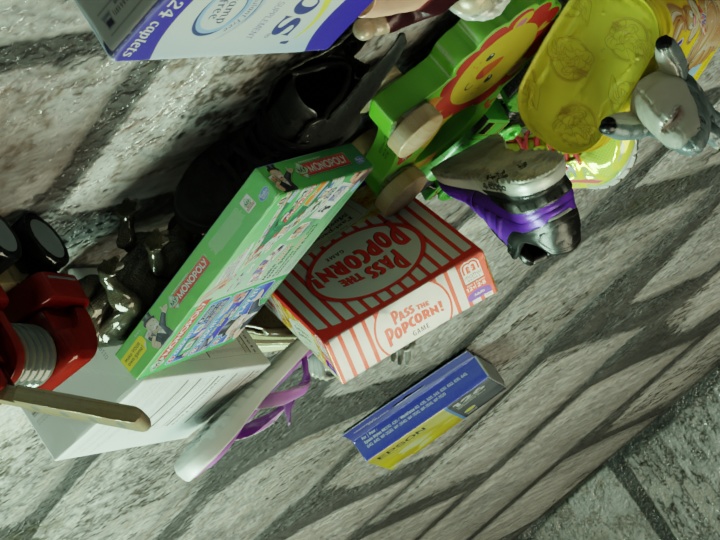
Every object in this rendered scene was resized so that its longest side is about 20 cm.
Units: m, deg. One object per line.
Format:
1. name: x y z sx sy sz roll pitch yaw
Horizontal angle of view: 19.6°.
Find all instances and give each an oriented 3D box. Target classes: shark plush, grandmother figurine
1. shark plush: 0.260 -0.113 1.671 0.091 0.083 0.200 -53 162 4
2. grandmother figurine: 0.042 -0.200 1.449 0.121 0.061 0.200 -33 164 33

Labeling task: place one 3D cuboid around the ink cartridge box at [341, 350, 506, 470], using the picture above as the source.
1. ink cartridge box: 0.088 0.185 2.721 0.198 0.047 0.200 -35 167 7

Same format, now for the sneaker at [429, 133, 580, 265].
1. sneaker: 0.125 -0.051 1.744 0.070 0.100 0.200 -29 -162 -12

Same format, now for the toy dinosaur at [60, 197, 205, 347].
1. toy dinosaur: -0.173 0.015 1.561 0.200 0.077 0.102 -48 143 -20

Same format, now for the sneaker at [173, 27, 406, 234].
1. sneaker: -0.055 -0.109 1.529 0.200 0.060 0.104 -35 167 -15

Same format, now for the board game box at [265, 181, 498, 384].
1. board game box: 0.000 0.000 1.735 0.151 0.200 0.046 -31 123 -13

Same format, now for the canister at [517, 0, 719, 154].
1. canister: 0.228 -0.184 1.746 0.200 0.087 0.149 -25 149 -58

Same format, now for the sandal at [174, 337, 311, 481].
1. sandal: -0.085 0.120 1.788 0.203 0.050 0.082 -45 -175 -34

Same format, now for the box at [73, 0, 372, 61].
1. box: -0.047 -0.213 1.140 0.184 0.105 0.200 -43 163 32

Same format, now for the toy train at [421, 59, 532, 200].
1. toy train: 0.108 -0.127 1.834 0.056 0.042 0.200 -1 146 -46

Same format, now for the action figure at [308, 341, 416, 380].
1. action figure: 0.000 0.052 2.022 0.119 0.102 0.200 -6 -177 27

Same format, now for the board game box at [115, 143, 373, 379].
1. board game box: -0.087 -0.008 1.560 0.200 0.029 0.135 -50 164 28

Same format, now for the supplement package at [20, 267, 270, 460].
1. supplement package: -0.185 0.072 1.699 0.110 0.114 0.200 -41 163 21

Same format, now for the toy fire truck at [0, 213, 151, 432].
1. toy fire truck: -0.223 0.053 1.405 0.129 0.200 0.176 -37 164 15

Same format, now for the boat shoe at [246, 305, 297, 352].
1. boat shoe: -0.035 0.033 1.864 0.202 0.075 0.075 -11 155 6

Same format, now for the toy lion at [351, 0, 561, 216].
1. toy lion: 0.079 -0.151 1.680 0.192 0.069 0.200 -37 166 -16

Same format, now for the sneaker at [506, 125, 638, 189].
1. sneaker: 0.171 -0.103 1.905 0.090 0.078 0.200 -5 168 -38
